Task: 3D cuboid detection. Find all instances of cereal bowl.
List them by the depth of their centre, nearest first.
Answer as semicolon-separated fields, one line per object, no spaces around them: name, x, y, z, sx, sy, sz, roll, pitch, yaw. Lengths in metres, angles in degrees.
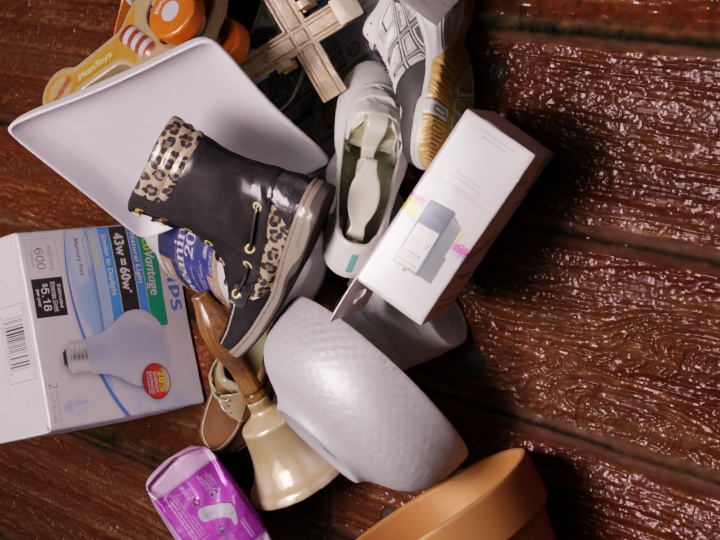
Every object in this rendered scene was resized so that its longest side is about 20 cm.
cereal bowl;-0.009;0.118;1.296;0.200;0.200;0.083;34;75;36

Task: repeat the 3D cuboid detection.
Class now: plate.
plate;-0.157;-0.114;1.291;0.199;0.200;0.032;-21;55;20

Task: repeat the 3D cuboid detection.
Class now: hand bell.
hand bell;-0.099;0.107;1.394;0.104;0.104;0.200;-11;113;44

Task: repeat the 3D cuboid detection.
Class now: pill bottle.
pill bottle;-0.126;-0.027;1.439;0.200;0.111;0.111;22;111;54

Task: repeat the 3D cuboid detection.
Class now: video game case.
video game case;-0.021;-0.160;1.394;0.200;0.022;0.182;-31;74;41

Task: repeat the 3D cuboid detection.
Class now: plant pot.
plant pot;0.086;0.255;1.243;0.200;0.200;0.140;-34;89;41

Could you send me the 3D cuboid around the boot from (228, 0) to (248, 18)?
boot;-0.114;-0.261;1.428;0.174;0.069;0.200;-6;82;44

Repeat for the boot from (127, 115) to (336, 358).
boot;-0.119;-0.028;1.277;0.151;0.073;0.200;28;134;-1

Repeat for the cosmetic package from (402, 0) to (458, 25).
cosmetic package;0.078;-0.306;1.193;0.200;0.081;0.113;-49;60;12

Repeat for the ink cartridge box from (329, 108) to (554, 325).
ink cartridge box;0.066;-0.027;1.218;0.067;0.117;0.200;36;102;9

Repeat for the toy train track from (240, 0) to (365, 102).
toy train track;-0.088;-0.175;1.294;0.200;0.033;0.115;-30;90;12

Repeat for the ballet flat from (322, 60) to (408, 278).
ballet flat;0.009;-0.093;1.274;0.069;0.069;0.200;-12;62;44

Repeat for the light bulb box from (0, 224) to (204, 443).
light bulb box;-0.284;0.061;1.552;0.125;0.200;0.198;-13;86;42

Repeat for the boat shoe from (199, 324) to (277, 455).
boat shoe;-0.113;0.099;1.480;0.076;0.074;0.200;49;126;28

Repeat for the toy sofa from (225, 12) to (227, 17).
toy sofa;-0.142;-0.184;1.383;0.098;0.083;0.200;1;108;21

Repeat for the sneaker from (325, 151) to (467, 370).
sneaker;0.000;0.000;1.350;0.116;0.074;0.200;-33;81;40

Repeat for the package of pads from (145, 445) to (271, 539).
package of pads;-0.148;0.228;1.456;0.121;0.076;0.200;55;169;1

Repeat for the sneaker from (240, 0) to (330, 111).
sneaker;-0.054;-0.234;1.345;0.077;0.085;0.200;27;98;5

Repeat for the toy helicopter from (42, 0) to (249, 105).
toy helicopter;-0.196;-0.198;1.302;0.200;0.079;0.132;-32;58;22

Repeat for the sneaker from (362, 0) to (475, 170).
sneaker;0.044;-0.176;1.268;0.088;0.076;0.200;-2;73;25
